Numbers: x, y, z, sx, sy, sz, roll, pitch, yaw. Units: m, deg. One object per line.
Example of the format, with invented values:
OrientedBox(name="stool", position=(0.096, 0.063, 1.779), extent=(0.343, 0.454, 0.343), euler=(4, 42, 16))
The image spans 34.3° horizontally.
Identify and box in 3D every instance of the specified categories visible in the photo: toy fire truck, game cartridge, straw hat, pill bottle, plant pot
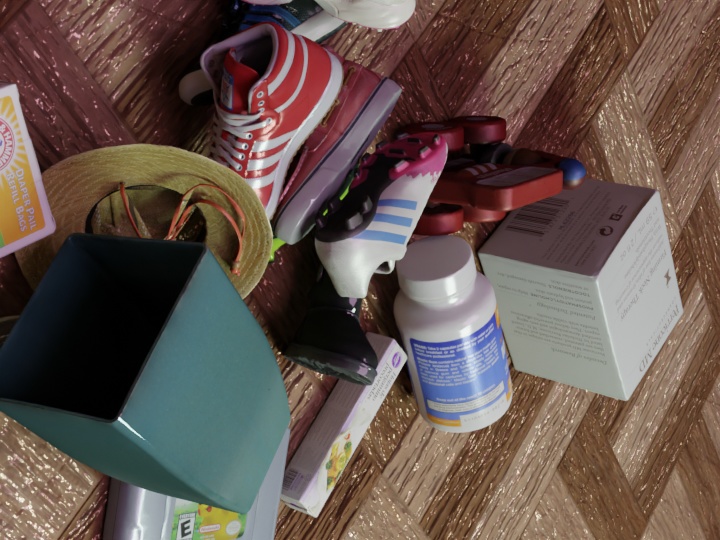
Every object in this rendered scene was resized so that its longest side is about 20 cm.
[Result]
OrientedBox(name="toy fire truck", position=(0.143, -0.098, 1.238), extent=(0.199, 0.167, 0.113), euler=(-17, 112, -47))
OrientedBox(name="game cartridge", position=(-0.144, 0.194, 1.074), extent=(0.199, 0.040, 0.135), euler=(4, 93, -51))
OrientedBox(name="straw hat", position=(-0.168, -0.045, 0.928), extent=(0.086, 0.199, 0.202), euler=(-95, 162, -49))
OrientedBox(name="pill bottle", position=(0.097, 0.067, 1.260), extent=(0.112, 0.111, 0.201), euler=(-42, 133, -35))
OrientedBox(name="plant pot", position=(-0.145, 0.092, 0.874), extent=(0.200, 0.140, 0.142), euler=(54, 51, -44))

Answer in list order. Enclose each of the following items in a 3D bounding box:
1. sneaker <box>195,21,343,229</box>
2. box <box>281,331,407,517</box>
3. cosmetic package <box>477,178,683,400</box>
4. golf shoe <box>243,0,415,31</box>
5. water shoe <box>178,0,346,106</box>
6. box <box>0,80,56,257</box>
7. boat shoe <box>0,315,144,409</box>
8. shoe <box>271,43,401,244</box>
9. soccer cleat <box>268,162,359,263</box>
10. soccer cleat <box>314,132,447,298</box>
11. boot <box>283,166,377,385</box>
OrientedBox(name="sneaker", position=(-0.100, -0.107, 0.946), extent=(0.201, 0.071, 0.112), euler=(-60, 149, 4))
OrientedBox(name="box", position=(-0.019, 0.157, 1.209), extent=(0.201, 0.041, 0.039), euler=(-59, 138, -23))
OrientedBox(name="cosmetic package", position=(0.272, 0.016, 1.423), extent=(0.168, 0.165, 0.201), euler=(-49, 133, -31))
OrientedBox(name="golf shoe", position=(-0.046, -0.263, 0.962), extent=(0.092, 0.198, 0.076), euler=(103, -4, -51))
OrientedBox(name="water shoe", position=(-0.095, -0.211, 1.021), extent=(0.200, 0.071, 0.079), euler=(-37, 98, -37))
OrientedBox(name="box", position=(-0.316, -0.045, 0.754), extent=(0.199, 0.101, 0.114), euler=(-32, 123, -41))
OrientedBox(name="boat shoe", position=(-0.221, 0.084, 0.931), extent=(0.201, 0.060, 0.073), euler=(23, 82, -50))
OrientedBox(name="shoe", position=(-0.047, -0.116, 1.039), extent=(0.201, 0.091, 0.072), euler=(-57, 176, -31))
OrientedBox(name="soccer cleat", position=(-0.073, -0.071, 1.071), extent=(0.200, 0.067, 0.081), euler=(-45, 118, -33))
OrientedBox(name="soccer cleat", position=(0.022, -0.052, 1.050), extent=(0.200, 0.069, 0.087), euler=(-47, 132, -43))
OrientedBox(name="boot", position=(-0.001, 0.000, 1.103), extent=(0.065, 0.165, 0.202), euler=(26, 81, -23))
